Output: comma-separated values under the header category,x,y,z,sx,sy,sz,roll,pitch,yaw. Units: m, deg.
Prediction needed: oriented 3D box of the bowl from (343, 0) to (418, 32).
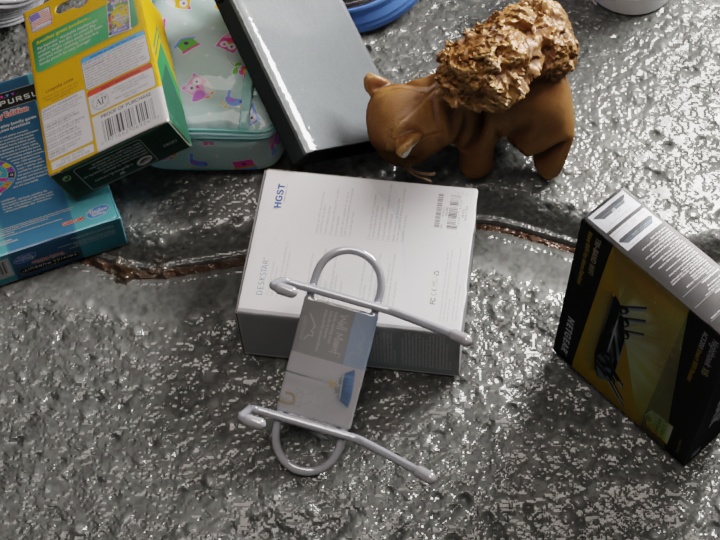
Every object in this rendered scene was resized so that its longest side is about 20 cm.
category,x,y,z,sx,sy,sz,roll,pitch,yaw
bowl,-0.016,-0.342,1.562,0.199,0.039,0.203,-3,71,9

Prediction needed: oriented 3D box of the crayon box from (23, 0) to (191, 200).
category,x,y,z,sx,sy,sz,roll,pitch,yaw
crayon box,-0.239,-0.180,1.416,0.125,0.052,0.201,-23,59,11

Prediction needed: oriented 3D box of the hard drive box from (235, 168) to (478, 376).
category,x,y,z,sx,sy,sz,roll,pitch,yaw
hard drive box,0.000,0.000,1.355,0.198,0.077,0.157,7,58,6

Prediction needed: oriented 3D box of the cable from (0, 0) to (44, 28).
category,x,y,z,sx,sy,sz,roll,pitch,yaw
cable,-0.405,-0.337,1.548,0.198,0.069,0.201,-3,61,-32

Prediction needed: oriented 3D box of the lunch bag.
category,x,y,z,sx,sy,sz,roll,pitch,yaw
lunch bag,-0.137,-0.196,1.482,0.159,0.077,0.202,1,59,4

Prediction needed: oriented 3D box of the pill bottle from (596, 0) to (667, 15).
category,x,y,z,sx,sy,sz,roll,pitch,yaw
pill bottle,0.279,-0.355,1.492,0.114,0.201,0.117,0,57,1

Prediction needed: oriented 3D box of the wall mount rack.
category,x,y,z,sx,sy,sz,roll,pitch,yaw
wall mount rack,-0.004,0.087,1.250,0.172,0.075,0.202,15,97,5

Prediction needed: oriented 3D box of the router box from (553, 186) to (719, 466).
category,x,y,z,sx,sy,sz,roll,pitch,yaw
router box,0.241,0.050,1.242,0.052,0.201,0.157,-36,63,-23

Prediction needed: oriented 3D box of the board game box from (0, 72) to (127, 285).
category,x,y,z,sx,sy,sz,roll,pitch,yaw
board game box,-0.322,-0.092,1.444,0.150,0.047,0.201,-18,59,-9

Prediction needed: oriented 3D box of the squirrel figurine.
category,x,y,z,sx,sy,sz,roll,pitch,yaw
squirrel figurine,0.099,-0.167,1.382,0.185,0.200,0.143,-10,64,-19

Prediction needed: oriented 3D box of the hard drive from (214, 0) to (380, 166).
category,x,y,z,sx,sy,sz,roll,pitch,yaw
hard drive,-0.049,-0.199,1.441,0.139,0.033,0.201,-14,74,-43
